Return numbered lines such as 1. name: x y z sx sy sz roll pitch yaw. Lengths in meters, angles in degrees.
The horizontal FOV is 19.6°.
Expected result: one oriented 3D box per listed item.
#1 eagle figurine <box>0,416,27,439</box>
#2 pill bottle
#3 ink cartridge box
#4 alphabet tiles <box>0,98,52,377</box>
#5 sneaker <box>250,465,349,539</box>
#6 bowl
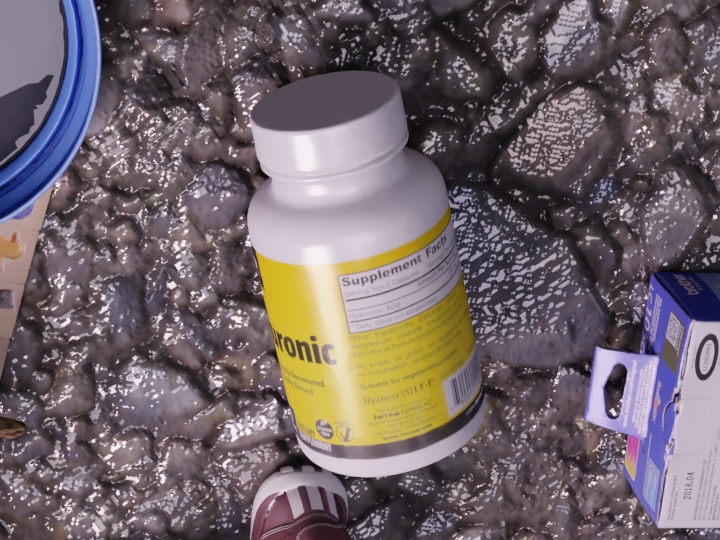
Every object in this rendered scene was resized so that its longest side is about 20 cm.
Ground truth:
1. eagle figurine: -0.267 0.157 1.103 0.151 0.151 0.201 27 89 -28
2. pill bottle: 0.000 0.000 1.130 0.110 0.111 0.202 -14 115 -5
3. ink cartridge box: 0.235 0.076 1.229 0.198 0.076 0.138 1 112 -13
4. alphabet tiles: -0.262 -0.010 1.131 0.166 0.008 0.202 13 110 -16
5. sneaker: -0.038 0.225 1.217 0.075 0.116 0.202 -1 113 -11
6. bowl: -0.232 -0.114 1.068 0.198 0.039 0.203 -4 110 -11
